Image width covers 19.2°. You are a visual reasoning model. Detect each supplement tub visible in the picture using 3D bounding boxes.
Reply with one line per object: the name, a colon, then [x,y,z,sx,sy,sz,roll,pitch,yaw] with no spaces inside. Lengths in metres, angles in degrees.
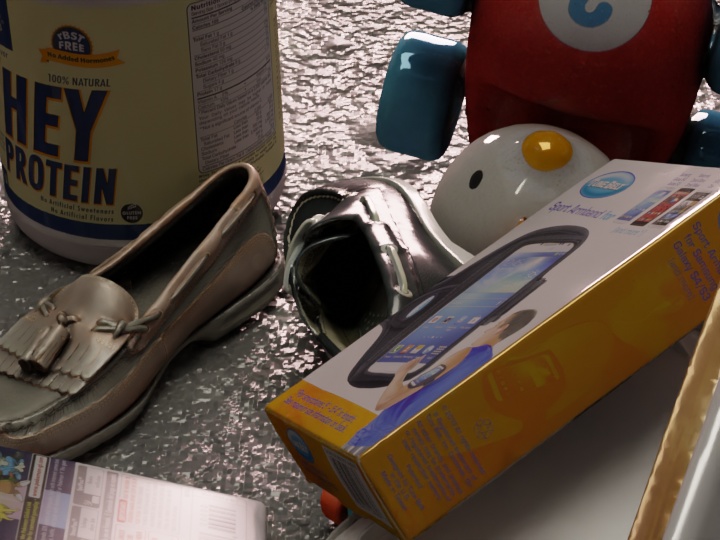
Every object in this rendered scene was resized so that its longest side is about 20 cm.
supplement tub: [-0.111,-0.119,1.032,0.143,0.202,0.145,-2,32,1]

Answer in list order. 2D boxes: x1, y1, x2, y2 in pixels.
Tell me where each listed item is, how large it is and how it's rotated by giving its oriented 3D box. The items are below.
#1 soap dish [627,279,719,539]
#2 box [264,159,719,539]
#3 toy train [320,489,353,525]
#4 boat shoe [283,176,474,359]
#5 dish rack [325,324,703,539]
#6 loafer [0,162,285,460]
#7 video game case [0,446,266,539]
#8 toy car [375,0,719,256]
soap dish: [0.178,0.108,0.675,0.198,0.081,0.158,24,67,-1]
box: [0.067,0.016,0.781,0.199,0.042,0.119,-37,15,-12]
toy train: [0.079,0.095,0.817,0.198,0.056,0.151,-2,32,0]
boat shoe: [0.000,0.000,0.923,0.060,0.076,0.200,9,9,-25]
dish rack: [0.090,0.098,0.755,0.199,0.044,0.171,-37,53,-20]
loafer: [-0.108,0.016,0.946,0.071,0.063,0.200,18,37,30]
video game case: [-0.122,0.121,0.749,0.180,0.023,0.200,13,23,-8]
toy car: [0.086,-0.048,0.957,0.183,0.178,0.201,16,47,7]
